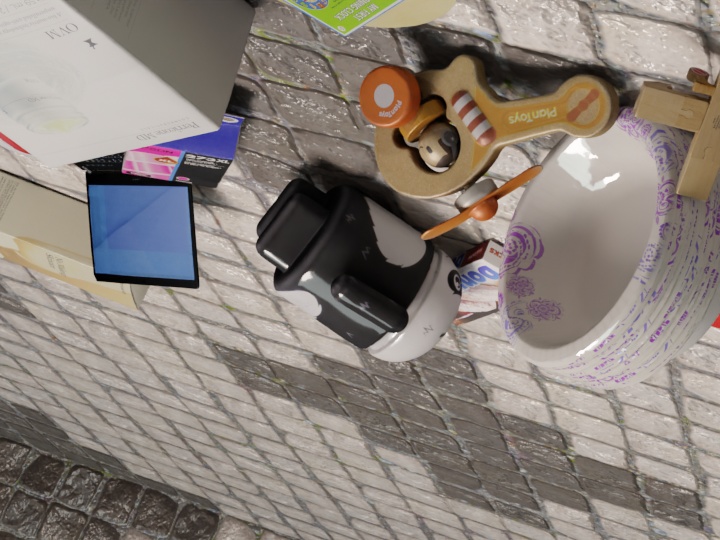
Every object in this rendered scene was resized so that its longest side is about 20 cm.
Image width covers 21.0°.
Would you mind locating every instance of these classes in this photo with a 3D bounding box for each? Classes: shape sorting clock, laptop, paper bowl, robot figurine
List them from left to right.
[{"bbox_3d":[-0.263,-0.077,1.954,0.177,0.104,0.200,3,153,45],"label":"laptop"},{"bbox_3d":[-0.025,-0.225,1.353,0.200,0.039,0.200,20,161,7],"label":"shape sorting clock"},{"bbox_3d":[0.001,-0.002,1.809,0.200,0.150,0.125,34,145,-14],"label":"robot figurine"},{"bbox_3d":[0.198,-0.010,1.429,0.104,0.201,0.200,22,164,-28],"label":"paper bowl"}]

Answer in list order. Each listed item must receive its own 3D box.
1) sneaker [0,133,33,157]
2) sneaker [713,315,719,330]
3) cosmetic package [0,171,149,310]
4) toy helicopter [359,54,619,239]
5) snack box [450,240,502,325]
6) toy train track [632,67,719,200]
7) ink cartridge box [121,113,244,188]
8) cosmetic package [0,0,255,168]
[{"bbox_3d":[-0.294,-0.157,1.693,0.112,0.071,0.200,12,157,41],"label":"sneaker"},{"bbox_3d":[0.257,0.030,1.660,0.200,0.085,0.077,23,163,2],"label":"sneaker"},{"bbox_3d":[-0.333,-0.034,2.210,0.200,0.071,0.105,21,161,8],"label":"cosmetic package"},{"bbox_3d":[0.099,-0.098,1.448,0.200,0.133,0.079,-10,176,31],"label":"toy helicopter"},{"bbox_3d":[0.110,0.014,1.887,0.072,0.024,0.200,30,161,-14],"label":"snack box"},{"bbox_3d":[0.281,-0.096,1.324,0.199,0.115,0.033,14,-155,-8],"label":"toy train track"},{"bbox_3d":[-0.164,-0.114,1.773,0.094,0.037,0.200,10,169,-9],"label":"ink cartridge box"},{"bbox_3d":[-0.227,-0.190,1.509,0.199,0.123,0.200,-9,147,39],"label":"cosmetic package"}]
